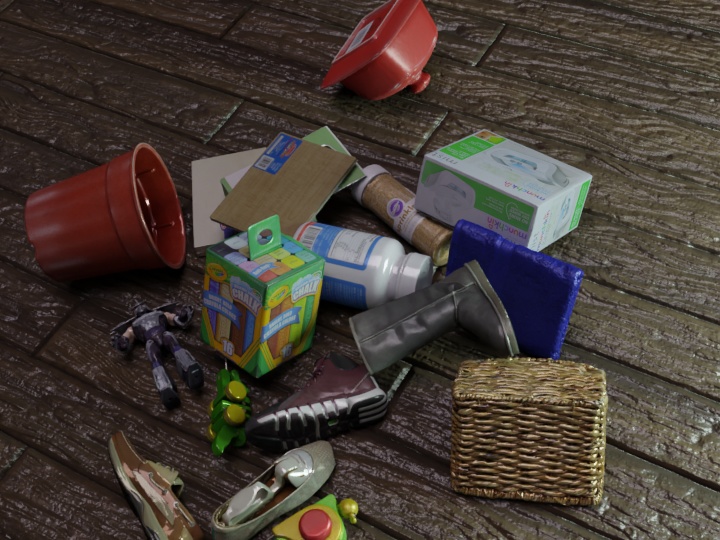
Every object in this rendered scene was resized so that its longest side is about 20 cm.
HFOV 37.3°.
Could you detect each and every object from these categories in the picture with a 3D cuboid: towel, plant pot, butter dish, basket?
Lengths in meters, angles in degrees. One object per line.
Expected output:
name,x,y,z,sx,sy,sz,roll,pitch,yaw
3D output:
towel,0.209,0.026,1.504,0.199,0.148,0.049,25,27,27
plant pot,-0.399,-0.076,1.660,0.194,0.201,0.201,-14,50,9
butter dish,0.061,-0.368,1.844,0.199,0.148,0.200,-18,35,52
basket,0.219,0.205,1.396,0.199,0.150,0.143,1,18,11

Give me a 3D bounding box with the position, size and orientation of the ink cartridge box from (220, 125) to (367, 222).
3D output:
ink cartridge box,-0.105,-0.134,1.703,0.199,0.048,0.146,-28,52,-13

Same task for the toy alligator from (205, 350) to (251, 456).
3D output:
toy alligator,-0.177,0.181,1.495,0.054,0.059,0.201,27,36,-26

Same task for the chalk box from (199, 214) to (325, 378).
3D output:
chalk box,-0.137,0.022,1.497,0.124,0.201,0.125,30,37,29

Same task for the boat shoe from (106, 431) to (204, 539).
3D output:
boat shoe,-0.269,0.295,1.407,0.074,0.076,0.200,-26,60,-18

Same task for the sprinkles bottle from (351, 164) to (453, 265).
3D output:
sprinkles bottle,0.072,-0.088,1.655,0.068,0.068,0.200,-36,55,-19

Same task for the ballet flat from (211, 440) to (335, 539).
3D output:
ballet flat,-0.110,0.284,1.387,0.200,0.062,0.067,-40,56,-21

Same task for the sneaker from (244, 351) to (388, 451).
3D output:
sneaker,-0.070,0.174,1.472,0.199,0.076,0.116,-11,44,-13

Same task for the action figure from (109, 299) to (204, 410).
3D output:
action figure,-0.293,0.105,1.564,0.130,0.070,0.200,-31,50,-9

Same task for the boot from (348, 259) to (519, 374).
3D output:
boot,0.096,0.085,1.438,0.199,0.073,0.182,-24,41,-3

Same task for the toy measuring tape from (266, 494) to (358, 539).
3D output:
toy measuring tape,-0.084,0.350,1.327,0.199,0.074,0.074,-30,52,-14

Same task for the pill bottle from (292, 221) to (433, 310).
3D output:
pill bottle,0.000,0.000,1.568,0.199,0.112,0.113,14,55,19

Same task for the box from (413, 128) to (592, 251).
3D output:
box,0.211,-0.116,1.597,0.200,0.097,0.176,29,34,28

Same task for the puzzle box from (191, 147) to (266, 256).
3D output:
puzzle box,-0.210,-0.115,1.753,0.132,0.025,0.201,-10,50,1

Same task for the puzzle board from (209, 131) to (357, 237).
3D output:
puzzle board,-0.118,-0.125,1.661,0.150,0.017,0.200,21,60,26
